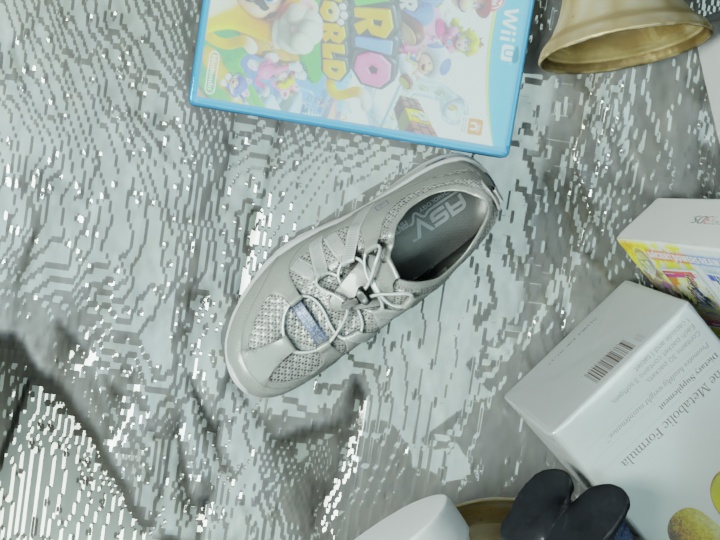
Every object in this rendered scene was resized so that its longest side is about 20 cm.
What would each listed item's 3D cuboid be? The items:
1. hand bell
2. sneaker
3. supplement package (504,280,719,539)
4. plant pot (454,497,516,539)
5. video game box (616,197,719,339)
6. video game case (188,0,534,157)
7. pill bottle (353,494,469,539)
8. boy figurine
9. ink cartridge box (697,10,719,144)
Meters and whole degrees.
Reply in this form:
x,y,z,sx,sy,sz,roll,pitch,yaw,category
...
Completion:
x,y,z,sx,sy,sz,roll,pitch,yaw,category
0.141,-0.228,0.832,0.103,0.104,0.203,-8,85,-8,hand bell
0.000,0.000,0.823,0.200,0.082,0.075,-42,100,-2,sneaker
0.202,0.121,0.854,0.114,0.110,0.200,-43,101,-2,supplement package
0.083,0.243,0.877,0.197,0.027,0.203,1,86,-13,plant pot
0.253,0.038,0.808,0.047,0.200,0.182,-45,101,-6,video game box
0.005,-0.155,0.840,0.197,0.018,0.145,9,94,-10,video game case
0.064,0.238,0.800,0.115,0.116,0.201,-33,93,-4,pill bottle
0.146,0.204,0.827,0.064,0.123,0.201,-47,129,-29,boy figurine
0.308,-0.099,0.800,0.145,0.200,0.148,-18,100,-6,ink cartridge box
